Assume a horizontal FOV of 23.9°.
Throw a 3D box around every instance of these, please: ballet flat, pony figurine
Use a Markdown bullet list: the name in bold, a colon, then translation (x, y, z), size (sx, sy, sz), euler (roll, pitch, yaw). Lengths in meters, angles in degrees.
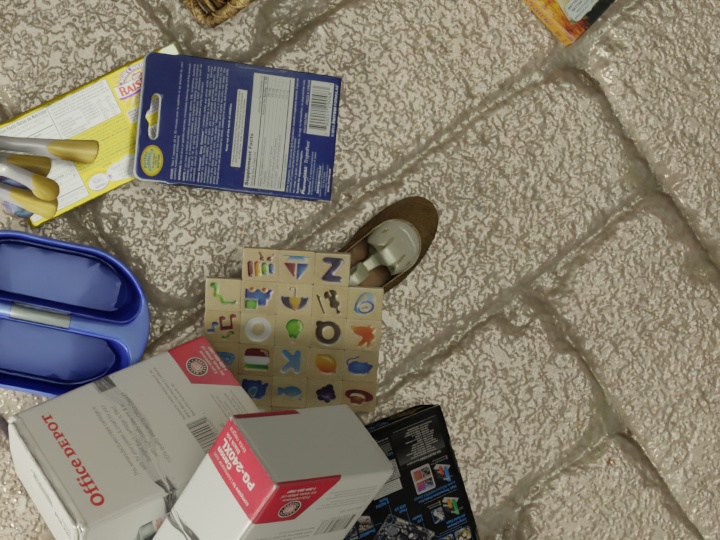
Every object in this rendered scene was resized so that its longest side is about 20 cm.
- **ballet flat**: translation (0.000, 0.000, 1.625), size (0.199, 0.072, 0.068), euler (-35, 95, -8)
- **pony figurine**: translation (-0.357, -0.103, 1.488), size (0.199, 0.193, 0.168), euler (16, 76, -32)

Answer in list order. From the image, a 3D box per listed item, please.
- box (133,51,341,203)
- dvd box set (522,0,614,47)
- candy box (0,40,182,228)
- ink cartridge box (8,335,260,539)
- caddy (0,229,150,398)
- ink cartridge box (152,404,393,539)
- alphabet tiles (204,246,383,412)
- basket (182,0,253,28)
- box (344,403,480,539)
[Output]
- **box**: translation (-0.118, -0.134, 1.600), size (0.199, 0.032, 0.122), euler (6, 90, -26)
- **dvd box set**: translation (0.187, -0.343, 1.674), size (0.146, 0.029, 0.200), euler (-45, 99, -6)
- **candy box**: translation (-0.242, -0.127, 1.602), size (0.199, 0.026, 0.103), euler (-26, 93, -9)
- **ink cartridge box**: translation (-0.192, 0.165, 1.511), size (0.199, 0.085, 0.146), euler (-21, 52, -27)
- **caddy**: translation (-0.292, 0.041, 1.555), size (0.199, 0.105, 0.142), euler (11, 88, -10)
- **ink cartridge box**: translation (-0.087, 0.217, 1.465), size (0.083, 0.145, 0.200), euler (51, 122, 29)
- **alphabet tiles**: translation (-0.064, 0.070, 1.597), size (0.165, 0.006, 0.201), euler (3, 117, -2)
- **basket**: translation (-0.134, -0.344, 1.558), size (0.149, 0.143, 0.201), euler (-34, 97, -9)
- **box**: translation (0.015, 0.252, 1.619), size (0.199, 0.050, 0.200), euler (-20, 96, -27)
